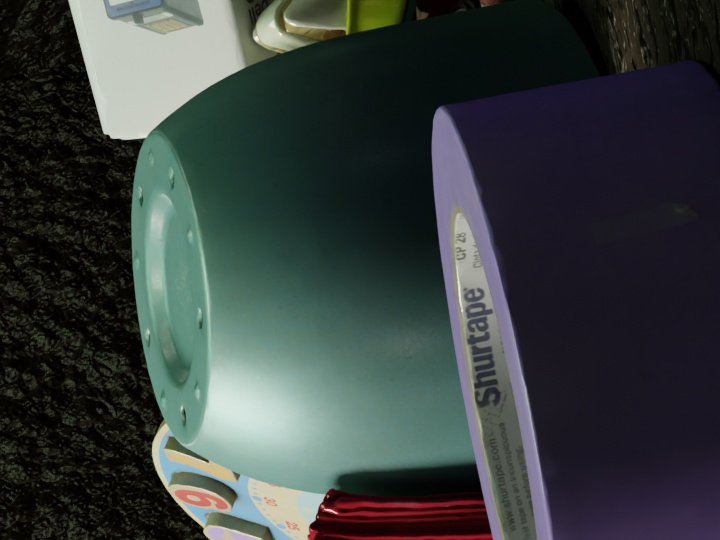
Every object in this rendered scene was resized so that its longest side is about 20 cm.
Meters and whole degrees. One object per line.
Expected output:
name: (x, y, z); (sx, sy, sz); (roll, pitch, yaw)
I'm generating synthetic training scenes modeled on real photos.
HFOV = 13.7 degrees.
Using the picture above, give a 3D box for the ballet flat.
ballet flat: (-0.016, -0.082, 1.311); (0.067, 0.067, 0.200); (-11, 70, 63)

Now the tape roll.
tape roll: (0.082, 0.038, 0.950); (0.200, 0.085, 0.200); (170, 90, -86)

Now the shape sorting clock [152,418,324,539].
shape sorting clock: (-0.002, 0.115, 1.364); (0.200, 0.200, 0.039); (85, -160, -59)

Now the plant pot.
plant pot: (0.000, 0.000, 1.182); (0.201, 0.161, 0.201); (173, 90, -73)

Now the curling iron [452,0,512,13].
curling iron: (0.043, -0.167, 1.319); (0.026, 0.050, 0.200); (16, -118, -46)

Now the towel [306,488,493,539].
towel: (0.050, 0.116, 1.229); (0.200, 0.144, 0.023); (95, 175, -76)

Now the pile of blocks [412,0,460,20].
pile of blocks: (0.035, -0.087, 1.349); (0.062, 0.082, 0.200); (84, 174, -55)

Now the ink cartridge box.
ink cartridge box: (-0.074, -0.176, 1.364); (0.145, 0.087, 0.200); (-43, -53, -57)
